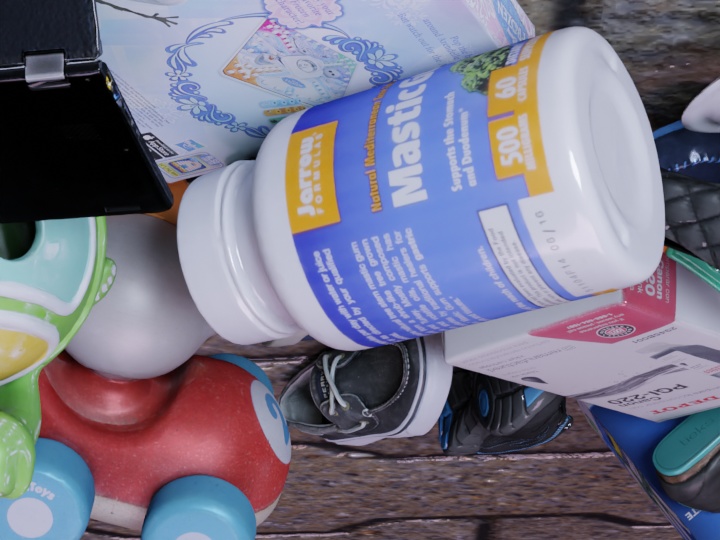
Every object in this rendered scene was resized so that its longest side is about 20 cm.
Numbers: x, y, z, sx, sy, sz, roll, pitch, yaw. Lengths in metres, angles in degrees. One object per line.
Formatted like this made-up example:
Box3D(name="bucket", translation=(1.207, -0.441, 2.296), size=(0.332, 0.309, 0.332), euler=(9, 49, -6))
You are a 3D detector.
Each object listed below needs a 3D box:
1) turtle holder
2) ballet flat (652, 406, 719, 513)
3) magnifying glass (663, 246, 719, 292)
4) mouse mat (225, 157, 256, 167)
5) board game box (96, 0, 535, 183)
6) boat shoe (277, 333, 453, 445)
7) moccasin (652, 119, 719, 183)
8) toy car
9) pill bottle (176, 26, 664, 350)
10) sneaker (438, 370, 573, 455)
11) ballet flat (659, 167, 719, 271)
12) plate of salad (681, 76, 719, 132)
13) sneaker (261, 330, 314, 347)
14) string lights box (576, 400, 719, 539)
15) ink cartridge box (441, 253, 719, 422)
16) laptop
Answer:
Box3D(name="turtle holder", translation=(-0.198, 0.002, 0.802), size=(0.140, 0.186, 0.132), euler=(16, -174, 2))
Box3D(name="ballet flat", translation=(0.274, 0.079, 1.081), size=(0.200, 0.068, 0.068), euler=(-43, 115, 11))
Box3D(name="magnifying glass", translation=(0.176, -0.010, 0.850), size=(0.199, 0.022, 0.080), euler=(24, 153, 10))
Box3D(name="mouse mat", translation=(0.044, -0.054, 0.872), size=(0.199, 0.008, 0.161), euler=(-10, 170, 11))
Box3D(name="board game box", translation=(-0.048, -0.113, 0.737), size=(0.198, 0.044, 0.200), euler=(-10, 156, 22))
Box3D(name="boat shoe", translation=(-0.002, 0.085, 1.166), size=(0.071, 0.072, 0.200), euler=(4, 159, -23))
Box3D(name="moccasin", translation=(0.225, -0.030, 0.901), size=(0.199, 0.069, 0.080), euler=(14, 154, -39))
Box3D(name="toy car", translation=(-0.112, 0.040, 0.945), size=(0.176, 0.184, 0.201), euler=(13, 113, -4))
Box3D(name="pill bottle", translation=(0.022, -0.027, 0.745), size=(0.199, 0.113, 0.112), euler=(-14, 154, 26))
Box3D(name="sneaker", translation=(0.113, 0.084, 1.186), size=(0.082, 0.074, 0.200), euler=(0, 168, -12))
Box3D(name="ballet flat", translation=(0.121, -0.023, 0.789), size=(0.199, 0.057, 0.066), euler=(15, 177, 36))
Box3D(name="plate of salad", translation=(0.233, -0.109, 0.744), size=(0.199, 0.048, 0.200), euler=(-18, 171, -3))
Box3D(name="sneaker", translation=(0.000, 0.000, 0.956), size=(0.084, 0.075, 0.200), euler=(-11, 180, -20))
Box3D(name="string lights box", translation=(0.231, 0.147, 1.166), size=(0.059, 0.200, 0.103), euler=(-37, 152, 0))
Box3D(name="ink cartridge box", translation=(0.166, 0.022, 1.008), size=(0.199, 0.085, 0.145), euler=(15, 155, -39))
Box3D(name="laptop", translation=(-0.183, -0.106, 0.658), size=(0.186, 0.116, 0.200), euler=(-3, 158, 5))
